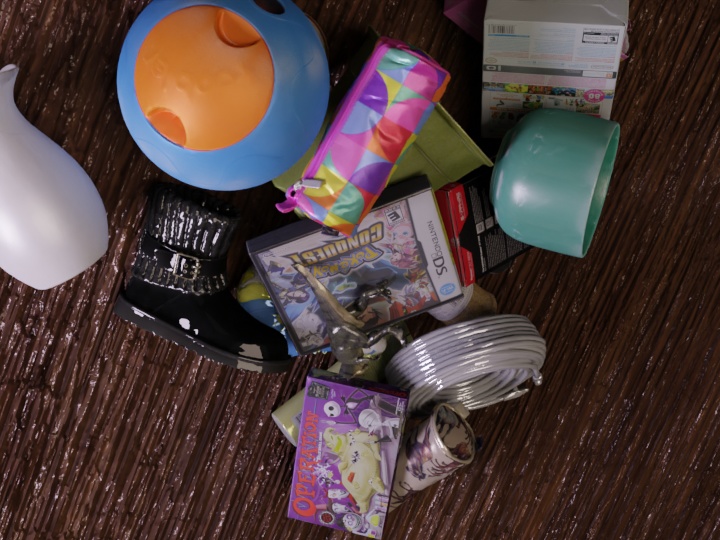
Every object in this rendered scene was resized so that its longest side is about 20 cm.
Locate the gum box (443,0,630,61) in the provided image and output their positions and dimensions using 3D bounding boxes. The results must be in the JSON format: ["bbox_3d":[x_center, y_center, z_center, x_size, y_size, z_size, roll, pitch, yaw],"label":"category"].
[{"bbox_3d":[0.204,-0.284,1.272,0.200,0.113,0.066,30,53,-32],"label":"gum box"}]

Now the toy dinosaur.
[{"bbox_3d":[-0.002,0.056,1.215,0.088,0.048,0.200,-15,134,7],"label":"toy dinosaur"}]

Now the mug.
[{"bbox_3d":[0.208,-0.089,1.248,0.152,0.114,0.185,-57,157,-47],"label":"mug"}]

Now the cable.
[{"bbox_3d":[0.128,0.116,1.365,0.200,0.069,0.200,-16,157,-7],"label":"cable"}]

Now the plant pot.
[{"bbox_3d":[0.007,-0.127,1.220,0.190,0.200,0.200,-41,122,9],"label":"plant pot"}]

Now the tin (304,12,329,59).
[{"bbox_3d":[-0.129,-0.235,1.183,0.200,0.042,0.112,10,109,-28],"label":"tin"}]

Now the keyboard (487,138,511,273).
[{"bbox_3d":[0.154,-0.092,1.386,0.127,0.021,0.200,2,108,-33],"label":"keyboard"}]

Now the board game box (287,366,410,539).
[{"bbox_3d":[-0.015,0.217,1.324,0.120,0.032,0.200,13,115,11],"label":"board game box"}]

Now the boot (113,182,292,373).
[{"bbox_3d":[-0.149,0.010,1.211,0.211,0.079,0.158,23,99,-6],"label":"boot"}]

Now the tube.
[{"bbox_3d":[-0.016,0.135,1.378,0.200,0.058,0.052,-37,82,-12],"label":"tube"}]

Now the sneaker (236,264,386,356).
[{"bbox_3d":[-0.070,0.069,1.318,0.200,0.076,0.105,30,107,-24],"label":"sneaker"}]

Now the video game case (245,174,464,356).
[{"bbox_3d":[0.000,0.000,1.207,0.200,0.026,0.181,-20,137,1],"label":"video game case"}]

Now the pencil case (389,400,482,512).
[{"bbox_3d":[0.056,0.238,1.380,0.200,0.089,0.078,-40,86,35],"label":"pencil case"}]

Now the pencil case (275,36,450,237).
[{"bbox_3d":[0.005,-0.126,1.080,0.088,0.088,0.200,27,99,-31],"label":"pencil case"}]

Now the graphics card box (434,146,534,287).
[{"bbox_3d":[0.169,-0.078,1.336,0.200,0.051,0.126,-28,119,-30],"label":"graphics card box"}]

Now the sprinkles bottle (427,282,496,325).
[{"bbox_3d":[0.079,0.009,1.360,0.200,0.068,0.068,36,91,-32],"label":"sprinkles bottle"}]

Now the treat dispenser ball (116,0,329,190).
[{"bbox_3d":[-0.129,-0.177,1.068,0.200,0.201,0.201,-9,113,-23],"label":"treat dispenser ball"}]

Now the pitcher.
[{"bbox_3d":[-0.355,-0.075,1.100,0.171,0.121,0.200,-26,109,8],"label":"pitcher"}]

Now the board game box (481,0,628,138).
[{"bbox_3d":[0.210,-0.225,1.243,0.147,0.064,0.200,6,149,8],"label":"board game box"}]
